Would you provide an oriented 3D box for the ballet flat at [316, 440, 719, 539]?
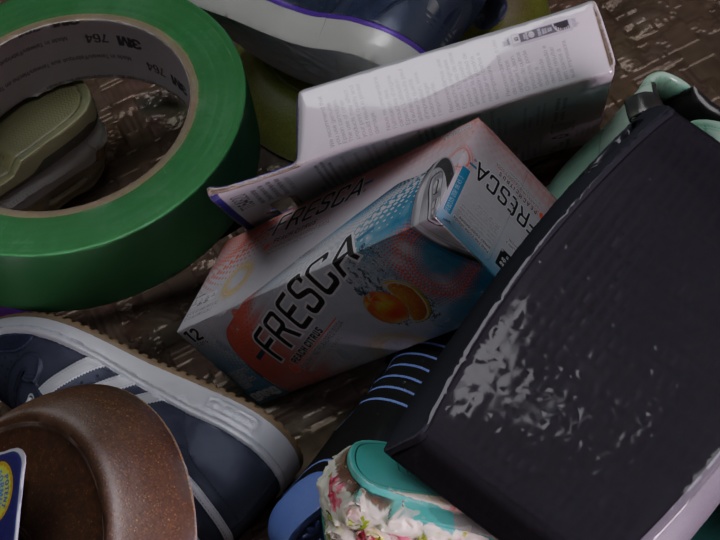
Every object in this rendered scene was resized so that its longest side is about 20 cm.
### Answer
[{"bbox_3d":[0.075,0.122,0.850,0.198,0.064,0.076,13,28,-5],"label":"ballet flat"}]

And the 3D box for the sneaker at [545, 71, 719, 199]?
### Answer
[{"bbox_3d":[0.160,0.000,0.873,0.073,0.118,0.201,-3,49,-39],"label":"sneaker"}]

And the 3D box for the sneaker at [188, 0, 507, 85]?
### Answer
[{"bbox_3d":[0.001,-0.180,1.062,0.199,0.080,0.147,22,80,47],"label":"sneaker"}]

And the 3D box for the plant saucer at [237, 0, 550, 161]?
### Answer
[{"bbox_3d":[0.014,-0.142,1.139,0.198,0.031,0.201,-10,48,11],"label":"plant saucer"}]

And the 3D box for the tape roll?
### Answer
[{"bbox_3d":[-0.155,-0.070,1.031,0.199,0.048,0.201,-5,50,6],"label":"tape roll"}]

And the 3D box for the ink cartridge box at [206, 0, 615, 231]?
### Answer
[{"bbox_3d":[0.026,-0.071,0.970,0.199,0.200,0.041,-17,84,2],"label":"ink cartridge box"}]

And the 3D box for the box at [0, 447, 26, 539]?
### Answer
[{"bbox_3d":[-0.212,0.157,0.871,0.199,0.032,0.122,-17,60,39],"label":"box"}]

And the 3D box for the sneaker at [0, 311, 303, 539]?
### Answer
[{"bbox_3d":[-0.138,0.094,0.950,0.199,0.070,0.109,18,55,27],"label":"sneaker"}]

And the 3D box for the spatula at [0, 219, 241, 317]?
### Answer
[{"bbox_3d":[-0.136,0.001,1.042,0.199,0.021,0.057,-24,39,9],"label":"spatula"}]

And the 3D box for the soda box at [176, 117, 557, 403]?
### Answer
[{"bbox_3d":[0.000,0.000,0.928,0.199,0.064,0.069,-24,31,45],"label":"soda box"}]

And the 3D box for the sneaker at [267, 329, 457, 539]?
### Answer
[{"bbox_3d":[0.030,0.071,0.921,0.199,0.070,0.078,-30,45,-19],"label":"sneaker"}]

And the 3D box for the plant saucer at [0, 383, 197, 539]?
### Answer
[{"bbox_3d":[-0.155,0.144,0.869,0.199,0.034,0.202,-22,57,37],"label":"plant saucer"}]

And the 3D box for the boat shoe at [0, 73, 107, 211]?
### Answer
[{"bbox_3d":[-0.229,-0.031,1.093,0.199,0.069,0.075,-32,52,-13],"label":"boat shoe"}]

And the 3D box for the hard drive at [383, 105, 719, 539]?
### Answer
[{"bbox_3d":[0.117,0.032,0.809,0.135,0.042,0.200,36,74,10],"label":"hard drive"}]
